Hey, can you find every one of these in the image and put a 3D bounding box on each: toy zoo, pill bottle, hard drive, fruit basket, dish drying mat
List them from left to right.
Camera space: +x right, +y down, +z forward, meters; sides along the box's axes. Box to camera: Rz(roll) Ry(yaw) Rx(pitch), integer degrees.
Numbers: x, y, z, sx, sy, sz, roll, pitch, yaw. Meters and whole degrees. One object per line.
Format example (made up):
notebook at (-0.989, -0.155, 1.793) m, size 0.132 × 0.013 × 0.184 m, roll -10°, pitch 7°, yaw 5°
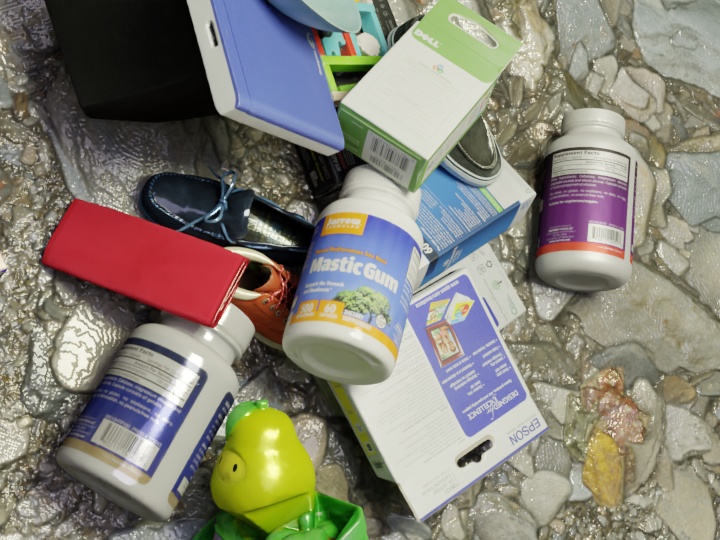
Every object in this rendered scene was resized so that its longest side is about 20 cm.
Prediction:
dish drying mat at (-0.206, -0.009, 1.049) m, size 0.198 × 0.018 × 0.077 m, roll 19°, pitch 68°, yaw 19°
pill bottle at (-0.184, 0.120, 1.041) m, size 0.119 × 0.119 × 0.201 m, roll 35°, pitch 66°, yaw -15°
fruit basket at (-0.090, 0.233, 1.015) m, size 0.155 × 0.215 × 0.216 m, roll -43°, pitch 99°, yaw -26°
hard drive at (-0.081, -0.182, 0.980) m, size 0.200 × 0.025 × 0.133 m, roll 10°, pitch 62°, yaw -66°
toy zoo at (-0.027, -0.269, 1.153) m, size 0.131 × 0.020 × 0.202 m, roll -15°, pitch 85°, yaw -54°
pill bottle at (0.000, 0.000, 1.084) m, size 0.111 × 0.112 × 0.202 m, roll 25°, pitch 61°, yaw -19°
pill bottle at (0.268, -0.083, 1.306) m, size 0.111 × 0.112 × 0.202 m, roll 14°, pitch 73°, yaw -22°

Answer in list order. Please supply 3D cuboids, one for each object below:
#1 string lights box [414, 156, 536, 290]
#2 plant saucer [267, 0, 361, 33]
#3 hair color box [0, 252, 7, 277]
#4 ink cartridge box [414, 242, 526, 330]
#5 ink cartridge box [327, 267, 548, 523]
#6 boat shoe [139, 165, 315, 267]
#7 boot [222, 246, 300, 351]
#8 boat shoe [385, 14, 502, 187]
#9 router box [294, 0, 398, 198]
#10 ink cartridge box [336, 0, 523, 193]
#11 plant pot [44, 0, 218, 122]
string lights box at (0.087, -0.062, 1.226) m, size 0.199 × 0.059 × 0.103 m, roll -32°, pitch 71°, yaw -27°
plant saucer at (-0.078, -0.289, 1.027) m, size 0.201 × 0.039 × 0.202 m, roll 43°, pitch 23°, yaw -23°
hair color box at (-0.414, -0.066, 1.001) m, size 0.109 × 0.065 × 0.202 m, roll -27°, pitch 93°, yaw -28°
ink cartridge box at (0.086, 0.054, 1.231) m, size 0.199 × 0.039 × 0.100 m, roll -31°, pitch 94°, yaw -29°
ink cartridge box at (0.078, 0.128, 1.166) m, size 0.197 × 0.047 × 0.202 m, roll -28°, pitch 93°, yaw -30°
boat shoe at (-0.124, -0.062, 1.136) m, size 0.198 × 0.069 × 0.085 m, roll 13°, pitch 74°, yaw -23°
boot at (-0.085, 0.030, 1.117) m, size 0.198 × 0.107 × 0.076 m, roll 19°, pitch 70°, yaw -23°
boat shoe at (0.095, -0.181, 1.193) m, size 0.072 × 0.071 × 0.201 m, roll -36°, pitch 94°, yaw -25°
router box at (-0.013, -0.197, 1.221) m, size 0.149 × 0.062 × 0.202 m, roll -21°, pitch 89°, yaw -30°
ink cartridge box at (0.069, -0.181, 1.115) m, size 0.103 × 0.059 × 0.200 m, roll 34°, pitch 58°, yaw 9°
plant pot at (-0.183, -0.241, 1.061) m, size 0.199 × 0.176 × 0.202 m, roll -15°, pitch 86°, yaw -69°
